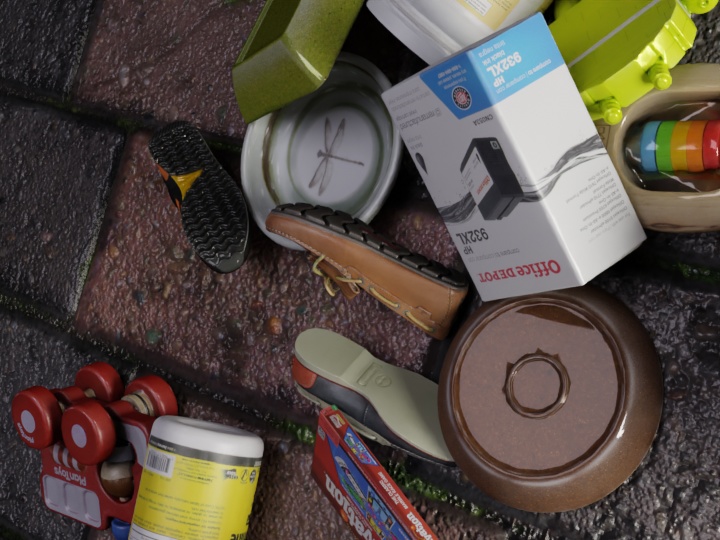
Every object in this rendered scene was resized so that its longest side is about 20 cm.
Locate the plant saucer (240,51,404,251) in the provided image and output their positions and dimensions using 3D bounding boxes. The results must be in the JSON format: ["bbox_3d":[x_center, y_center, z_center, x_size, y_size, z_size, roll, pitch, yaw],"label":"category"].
[{"bbox_3d":[-0.030,-0.115,1.185,0.198,0.050,0.203,-8,76,35],"label":"plant saucer"}]

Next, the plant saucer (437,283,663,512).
[{"bbox_3d":[0.152,0.100,0.998,0.198,0.034,0.203,-9,70,24],"label":"plant saucer"}]

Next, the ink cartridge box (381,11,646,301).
[{"bbox_3d":[0.122,-0.085,0.964,0.145,0.083,0.202,-13,107,61],"label":"ink cartridge box"}]

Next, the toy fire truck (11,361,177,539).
[{"bbox_3d":[-0.279,0.201,1.276,0.198,0.112,0.170,9,110,37],"label":"toy fire truck"}]

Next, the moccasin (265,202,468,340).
[{"bbox_3d":[0.000,0.000,1.098,0.200,0.074,0.078,26,108,1],"label":"moccasin"}]

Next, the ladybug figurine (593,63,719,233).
[{"bbox_3d":[0.267,-0.094,0.955,0.198,0.072,0.137,8,84,36],"label":"ladybug figurine"}]

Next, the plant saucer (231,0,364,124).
[{"bbox_3d":[-0.054,-0.254,1.145,0.199,0.048,0.201,-8,55,64],"label":"plant saucer"}]

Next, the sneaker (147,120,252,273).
[{"bbox_3d":[-0.157,-0.066,1.246,0.069,0.090,0.201,-28,57,-4],"label":"sneaker"}]

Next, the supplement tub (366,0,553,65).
[{"bbox_3d":[0.112,-0.281,1.059,0.200,0.145,0.146,-50,57,16],"label":"supplement tub"}]

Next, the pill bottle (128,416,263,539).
[{"bbox_3d":[-0.167,0.252,1.159,0.111,0.112,0.203,10,86,36],"label":"pill bottle"}]

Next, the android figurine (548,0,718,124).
[{"bbox_3d":[0.211,-0.192,0.980,0.181,0.041,0.201,-36,30,23],"label":"android figurine"}]

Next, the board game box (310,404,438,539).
[{"bbox_3d":[0.019,0.224,1.062,0.200,0.019,0.104,49,148,32],"label":"board game box"}]

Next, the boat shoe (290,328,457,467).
[{"bbox_3d":[0.018,0.126,1.093,0.199,0.071,0.063,29,135,23],"label":"boat shoe"}]
